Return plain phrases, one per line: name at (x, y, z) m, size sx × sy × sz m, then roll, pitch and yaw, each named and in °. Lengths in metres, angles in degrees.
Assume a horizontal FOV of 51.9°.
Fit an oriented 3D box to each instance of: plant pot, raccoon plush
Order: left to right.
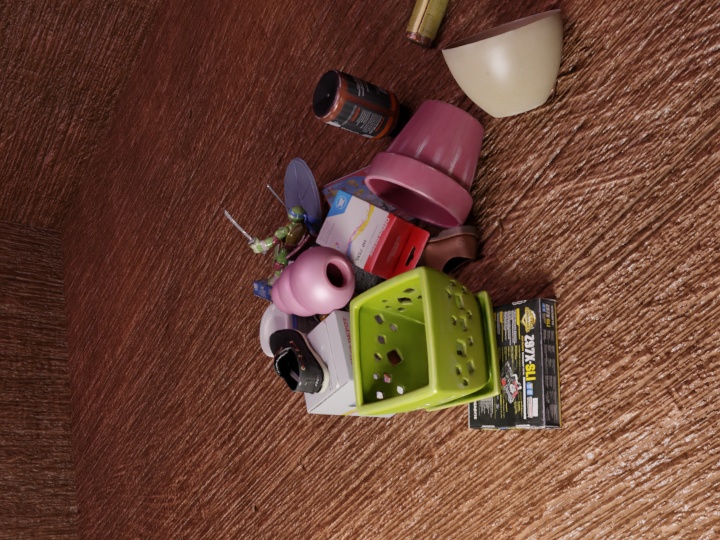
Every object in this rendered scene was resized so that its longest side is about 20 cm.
raccoon plush at (0.000, 0.000, 1.465) m, size 0.097 × 0.134 × 0.200 m, roll -55°, pitch 11°, yaw -6°
plant pot at (0.112, 0.126, 1.193) m, size 0.198 × 0.180 × 0.202 m, roll -26°, pitch 60°, yaw 47°
plant pot at (0.132, -0.198, 1.344) m, size 0.199 × 0.199 × 0.180 m, roll 18°, pitch 79°, yaw 54°
plant pot at (0.250, -0.335, 1.232) m, size 0.200 × 0.200 × 0.136 m, roll 5°, pitch 121°, yaw 54°

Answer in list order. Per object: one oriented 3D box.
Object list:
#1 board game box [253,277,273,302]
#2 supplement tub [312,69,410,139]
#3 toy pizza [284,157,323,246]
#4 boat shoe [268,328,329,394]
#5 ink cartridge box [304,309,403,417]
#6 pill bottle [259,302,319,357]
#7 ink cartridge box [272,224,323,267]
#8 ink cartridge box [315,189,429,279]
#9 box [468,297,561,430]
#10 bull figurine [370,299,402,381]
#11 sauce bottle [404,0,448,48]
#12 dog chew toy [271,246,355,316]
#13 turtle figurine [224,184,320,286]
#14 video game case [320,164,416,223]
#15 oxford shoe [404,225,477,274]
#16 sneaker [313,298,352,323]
board game box at (-0.140, 0.045, 1.681) m, size 0.199 × 0.134 × 0.035 m, roll 16°, pitch 113°, yaw 55°
supplement tub at (0.007, -0.334, 1.527) m, size 0.107 × 0.199 × 0.108 m, roll -21°, pitch 63°, yaw 50°
toy pizza at (-0.122, -0.153, 1.664) m, size 0.200 × 0.031 × 0.202 m, roll 39°, pitch 135°, yaw 54°
boat shoe at (-0.128, 0.161, 1.363) m, size 0.201 × 0.063 × 0.074 m, roll 39°, pitch 117°, yaw 54°
ink cartridge box at (0.003, 0.180, 1.393) m, size 0.145 × 0.199 × 0.146 m, roll -43°, pitch 49°, yaw 39°
pill bottle at (-0.100, 0.132, 1.549) m, size 0.113 × 0.199 × 0.115 m, roll -17°, pitch 68°, yaw 50°
ink cartridge box at (-0.130, -0.051, 1.759) m, size 0.199 × 0.059 × 0.105 m, roll 1°, pitch 82°, yaw 54°
ink cartridge box at (0.021, -0.062, 1.394) m, size 0.199 × 0.067 × 0.117 m, roll 29°, pitch 96°, yaw 39°
box at (0.245, 0.155, 1.197) m, size 0.159 × 0.049 × 0.202 m, roll -16°, pitch 68°, yaw 49°
bull figurine at (0.072, 0.108, 1.336) m, size 0.065 × 0.121 × 0.201 m, roll -35°, pitch 24°, yaw 42°
sauce bottle at (0.152, -0.559, 1.506) m, size 0.066 × 0.066 × 0.201 m, roll 39°, pitch 111°, yaw 51°
dog chew toy at (-0.099, 0.030, 1.393) m, size 0.199 × 0.124 × 0.126 m, roll -23°, pitch 63°, yaw 49°
turtle figurine at (-0.179, -0.072, 1.617) m, size 0.144 × 0.198 × 0.195 m, roll -76°, pitch -8°, yaw -56°
video game case at (0.014, -0.138, 1.540) m, size 0.018 × 0.142 × 0.201 m, roll 71°, pitch 173°, yaw -48°
oxford shoe at (0.136, -0.022, 1.379) m, size 0.199 × 0.071 × 0.072 m, roll -21°, pitch 68°, yaw 48°
sneaker at (-0.069, 0.062, 1.483) m, size 0.199 × 0.082 × 0.078 m, roll 34°, pitch 114°, yaw 10°
